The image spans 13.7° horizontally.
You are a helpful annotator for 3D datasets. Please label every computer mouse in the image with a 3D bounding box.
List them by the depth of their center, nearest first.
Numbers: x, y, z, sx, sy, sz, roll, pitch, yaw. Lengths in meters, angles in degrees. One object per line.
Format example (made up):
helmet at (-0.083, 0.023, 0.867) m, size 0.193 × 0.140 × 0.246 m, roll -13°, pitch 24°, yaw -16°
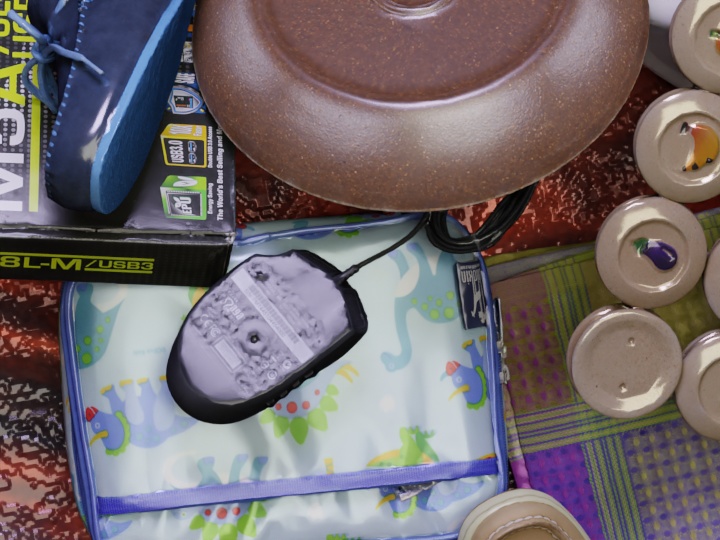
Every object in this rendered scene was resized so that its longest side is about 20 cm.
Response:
computer mouse at (0.000, 0.000, 1.306) m, size 0.200 × 0.034 × 0.059 m, roll -34°, pitch 75°, yaw -11°

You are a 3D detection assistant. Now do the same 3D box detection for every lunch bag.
lunch bag at (-0.034, 0.057, 1.354) m, size 0.200 × 0.082 × 0.161 m, roll -4°, pitch 91°, yaw -7°

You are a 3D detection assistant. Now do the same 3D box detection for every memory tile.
memory tile at (0.182, -0.019, 1.303) m, size 0.153 × 0.017 × 0.200 m, roll 14°, pitch 102°, yaw -11°

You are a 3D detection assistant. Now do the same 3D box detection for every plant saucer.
plant saucer at (0.024, -0.117, 1.294) m, size 0.200 × 0.037 × 0.201 m, roll -3°, pitch 56°, yaw 5°

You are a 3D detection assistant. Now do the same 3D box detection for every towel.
towel at (0.137, 0.076, 1.374) m, size 0.143 × 0.023 × 0.200 m, roll -16°, pitch 88°, yaw 22°

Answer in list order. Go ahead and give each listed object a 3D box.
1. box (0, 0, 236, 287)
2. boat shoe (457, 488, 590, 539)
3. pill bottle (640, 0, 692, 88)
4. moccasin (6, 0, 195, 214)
box at (-0.153, -0.091, 1.322) m, size 0.193 × 0.048 × 0.200 m, roll 4°, pitch 61°, yaw -9°
boat shoe at (0.099, 0.192, 1.340) m, size 0.074 × 0.066 × 0.200 m, roll -24°, pitch 111°, yaw -6°
pill bottle at (0.202, -0.174, 1.357) m, size 0.116 × 0.116 × 0.200 m, roll 31°, pitch 83°, yaw -5°
moccasin at (-0.110, -0.102, 1.276) m, size 0.068 × 0.081 × 0.200 m, roll 13°, pitch 45°, yaw 1°
